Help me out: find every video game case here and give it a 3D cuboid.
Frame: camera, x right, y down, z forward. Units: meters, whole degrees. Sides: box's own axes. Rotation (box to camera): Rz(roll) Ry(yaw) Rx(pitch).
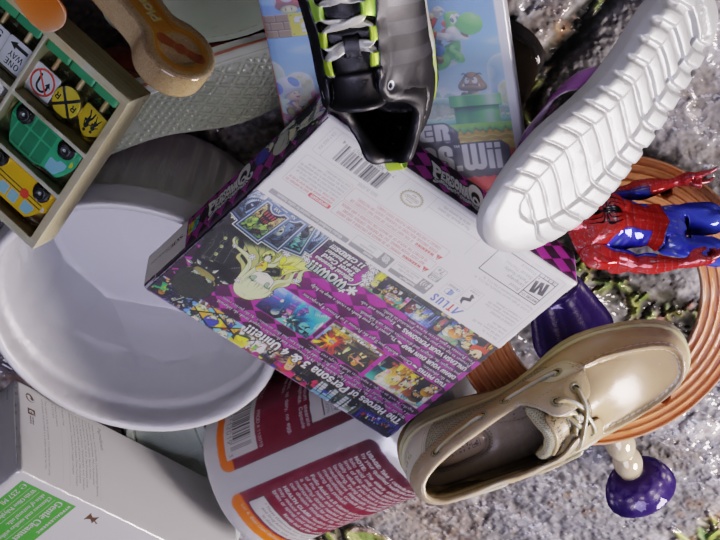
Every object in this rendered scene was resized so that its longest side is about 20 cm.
[{"bbox_3d":[0.023,-0.103,1.508,0.143,0.017,0.200,-5,127,8],"label":"video game case"},{"bbox_3d":[0.000,0.000,1.555,0.200,0.036,0.181,32,125,-24],"label":"video game case"}]

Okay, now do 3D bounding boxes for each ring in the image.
[{"bbox_3d":[0.154,0.018,1.633,0.200,0.019,0.201,-3,111,-8],"label":"ring"}]

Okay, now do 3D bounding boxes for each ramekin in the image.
[{"bbox_3d":[-0.141,0.000,1.667,0.200,0.105,0.201,6,131,6],"label":"ramekin"}]

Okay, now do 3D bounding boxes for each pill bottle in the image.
[{"bbox_3d":[0.002,0.107,1.728,0.200,0.114,0.114,-24,123,29],"label":"pill bottle"}]

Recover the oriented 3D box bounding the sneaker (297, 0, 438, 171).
[{"bbox_3d":[0.006,-0.128,1.396,0.071,0.083,0.200,-6,145,16],"label":"sneaker"}]

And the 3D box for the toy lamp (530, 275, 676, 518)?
[{"bbox_3d":[0.161,0.083,1.712,0.058,0.058,0.200,-12,128,21],"label":"toy lamp"}]

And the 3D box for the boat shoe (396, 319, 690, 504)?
[{"bbox_3d":[0.121,0.095,1.611,0.200,0.065,0.072,-22,113,-1],"label":"boat shoe"}]

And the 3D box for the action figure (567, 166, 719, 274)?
[{"bbox_3d":[0.200,-0.026,1.570,0.199,0.066,0.052,5,153,-18],"label":"action figure"}]

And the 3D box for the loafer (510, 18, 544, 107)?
[{"bbox_3d":[0.030,-0.082,1.582,0.073,0.071,0.200,35,128,-19],"label":"loafer"}]

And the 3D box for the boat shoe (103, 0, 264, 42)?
[{"bbox_3d":[-0.060,-0.187,1.516,0.201,0.061,0.072,-11,150,20],"label":"boat shoe"}]

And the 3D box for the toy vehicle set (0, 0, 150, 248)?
[{"bbox_3d":[-0.235,-0.124,1.554,0.200,0.027,0.124,41,118,10],"label":"toy vehicle set"}]

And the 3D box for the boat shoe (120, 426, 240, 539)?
[{"bbox_3d":[-0.130,0.136,1.817,0.075,0.060,0.200,-14,137,-8],"label":"boat shoe"}]

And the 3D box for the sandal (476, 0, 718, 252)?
[{"bbox_3d":[0.137,-0.092,1.513,0.203,0.050,0.082,-47,136,-7],"label":"sandal"}]

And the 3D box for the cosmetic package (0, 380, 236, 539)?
[{"bbox_3d":[-0.190,0.168,1.731,0.200,0.085,0.108,30,124,-34],"label":"cosmetic package"}]

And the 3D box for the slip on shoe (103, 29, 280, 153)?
[{"bbox_3d":[-0.123,-0.121,1.587,0.199,0.061,0.074,-15,150,9],"label":"slip on shoe"}]

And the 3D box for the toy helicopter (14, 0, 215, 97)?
[{"bbox_3d":[-0.158,-0.178,1.452,0.200,0.132,0.079,51,131,14],"label":"toy helicopter"}]
